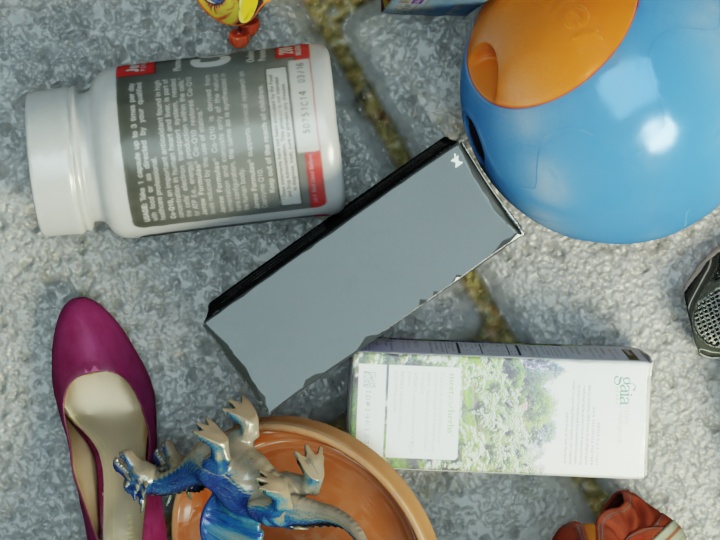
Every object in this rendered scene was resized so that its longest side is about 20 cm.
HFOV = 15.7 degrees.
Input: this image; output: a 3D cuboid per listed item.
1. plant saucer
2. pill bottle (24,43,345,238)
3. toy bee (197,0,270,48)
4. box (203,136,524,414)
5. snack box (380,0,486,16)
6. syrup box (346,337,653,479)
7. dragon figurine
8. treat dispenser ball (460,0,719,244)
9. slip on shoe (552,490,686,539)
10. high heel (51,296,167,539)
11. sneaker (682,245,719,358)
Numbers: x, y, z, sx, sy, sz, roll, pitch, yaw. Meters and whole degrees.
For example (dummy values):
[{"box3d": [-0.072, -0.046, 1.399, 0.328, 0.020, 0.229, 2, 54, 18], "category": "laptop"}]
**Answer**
[{"box3d": [-0.033, 0.188, 1.720, 0.200, 0.032, 0.200, 12, 115, 27], "category": "plant saucer"}, {"box3d": [-0.114, -0.082, 1.709, 0.200, 0.114, 0.114, -7, 93, -1], "category": "pill bottle"}, {"box3d": [-0.067, -0.204, 1.720, 0.131, 0.200, 0.109, -41, 125, -32], "category": "toy bee"}, {"box3d": [0.000, 0.000, 1.701, 0.200, 0.141, 0.079, -35, 92, 1], "category": "box"}, {"box3d": [0.050, -0.268, 1.676, 0.068, 0.169, 0.200, 3, 91, -3], "category": "snack box"}, {"box3d": [0.091, 0.090, 1.735, 0.200, 0.081, 0.079, 2, 95, -1], "category": "syrup box"}, {"box3d": [-0.067, 0.150, 1.664, 0.200, 0.059, 0.099, 32, 134, 19], "category": "dragon figurine"}, {"box3d": [0.164, -0.117, 1.668, 0.201, 0.201, 0.201, 0, 92, -1], "category": "treat dispenser ball"}, {"box3d": [0.142, 0.198, 1.692, 0.061, 0.200, 0.074, 44, 125, 12], "category": "slip on shoe"}, {"box3d": [-0.164, 0.116, 1.725, 0.067, 0.096, 0.200, -17, 93, 0], "category": "high heel"}, {"box3d": [0.306, -0.007, 1.732, 0.200, 0.086, 0.080, -30, 91, 1], "category": "sneaker"}]
